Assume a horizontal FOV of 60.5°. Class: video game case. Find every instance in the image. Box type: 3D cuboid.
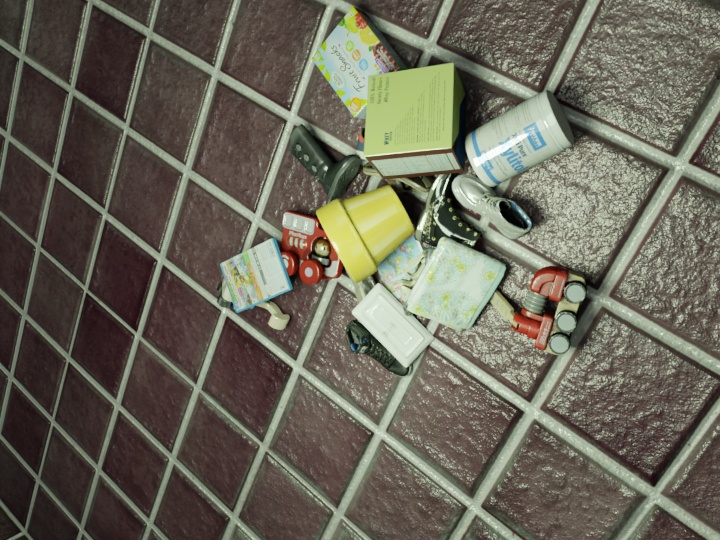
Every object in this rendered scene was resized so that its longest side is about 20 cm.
[{"bbox_3d":[-0.283,0.015,1.664,0.198,0.018,0.145,-22,86,29],"label":"video game case"},{"bbox_3d":[0.115,0.003,1.562,0.142,0.017,0.203,-26,84,31],"label":"video game case"}]

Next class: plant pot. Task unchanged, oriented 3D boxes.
[{"bbox_3d":[0.020,-0.103,1.482,0.187,0.201,0.203,-30,81,3],"label":"plant pot"}]

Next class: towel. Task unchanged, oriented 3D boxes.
[{"bbox_3d":[0.219,0.038,1.434,0.169,0.048,0.202,20,115,-15],"label":"towel"}]

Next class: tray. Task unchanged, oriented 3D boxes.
[{"bbox_3d":[0.081,0.138,1.556,0.200,0.022,0.107,44,94,4],"label":"tray"}]

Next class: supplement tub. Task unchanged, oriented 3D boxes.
[{"bbox_3d":[0.337,-0.279,1.320,0.198,0.131,0.134,-26,84,32],"label":"supplement tub"}]

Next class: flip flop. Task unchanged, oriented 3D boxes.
[{"bbox_3d":[0.092,-0.222,1.512,0.198,0.081,0.058,18,124,29],"label":"flip flop"}]

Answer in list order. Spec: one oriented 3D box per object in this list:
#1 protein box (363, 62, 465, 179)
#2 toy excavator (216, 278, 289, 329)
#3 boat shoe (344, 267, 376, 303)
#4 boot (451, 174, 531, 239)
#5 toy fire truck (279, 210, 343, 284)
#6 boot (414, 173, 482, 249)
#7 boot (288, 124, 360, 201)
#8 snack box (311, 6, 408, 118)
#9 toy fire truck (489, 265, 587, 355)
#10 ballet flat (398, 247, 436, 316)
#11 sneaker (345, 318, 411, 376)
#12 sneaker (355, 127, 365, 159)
[{"bbox_3d":[0.125,-0.328,1.385,0.197,0.135,0.202,-2,75,21],"label":"protein box"},{"bbox_3d":[-0.305,0.078,1.782,0.101,0.197,0.195,-63,23,23],"label":"toy excavator"},{"bbox_3d":[0.000,0.000,1.616,0.067,0.056,0.203,-34,74,66],"label":"boat shoe"},{"bbox_3d":[0.293,-0.150,1.359,0.199,0.096,0.074,37,84,1],"label":"boot"},{"bbox_3d":[-0.132,-0.062,1.644,0.197,0.112,0.171,16,105,27],"label":"toy fire truck"},{"bbox_3d":[0.225,-0.131,1.446,0.153,0.073,0.206,31,117,20],"label":"boot"},{"bbox_3d":[-0.098,-0.302,1.595,0.201,0.065,0.165,54,139,15],"label":"boot"},{"bbox_3d":[-0.003,-0.508,1.523,0.168,0.067,0.201,-41,76,29],"label":"snack box"},{"bbox_3d":[0.384,0.068,1.367,0.197,0.128,0.179,17,106,17],"label":"toy fire truck"},{"bbox_3d":[0.131,0.023,1.492,0.072,0.072,0.202,40,123,19],"label":"ballet flat"},{"bbox_3d":[0.035,0.210,1.587,0.200,0.111,0.073,44,117,18],"label":"sneaker"},{"bbox_3d":[0.074,-0.308,1.504,0.197,0.075,0.086,13,109,29],"label":"sneaker"}]
